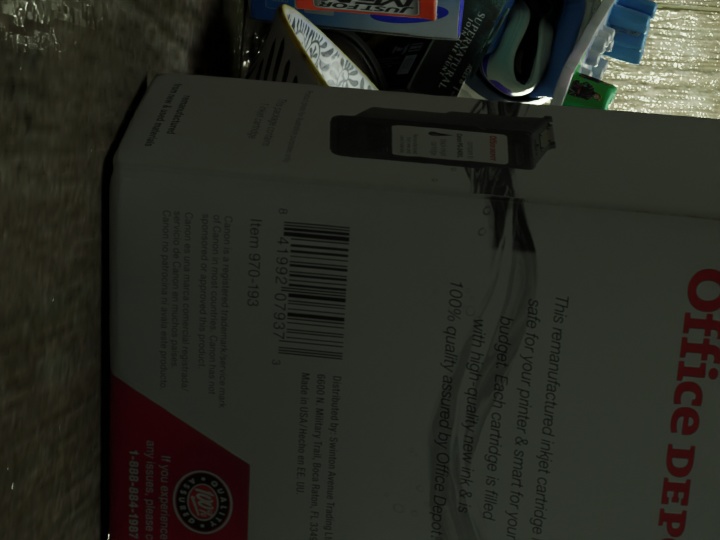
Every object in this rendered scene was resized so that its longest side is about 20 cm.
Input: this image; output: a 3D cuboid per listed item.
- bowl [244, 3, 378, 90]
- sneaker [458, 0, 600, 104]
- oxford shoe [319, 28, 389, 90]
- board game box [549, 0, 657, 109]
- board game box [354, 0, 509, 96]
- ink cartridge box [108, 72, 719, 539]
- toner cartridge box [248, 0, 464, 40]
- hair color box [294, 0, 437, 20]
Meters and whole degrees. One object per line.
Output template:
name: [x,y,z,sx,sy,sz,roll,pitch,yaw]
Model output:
bowl: [0.000,0.000,0.911,0.201,0.094,0.201,49,9,-10]
sneaker: [0.055,-0.098,1.186,0.201,0.080,0.147,-57,-170,15]
oxford shoe: [-0.021,-0.009,1.033,0.084,0.072,0.201,-48,142,-76]
board game box: [0.092,-0.024,1.099,0.200,0.026,0.201,-55,163,-67]
board game box: [0.033,-0.141,1.141,0.136,0.028,0.200,-62,-163,-5]
ink cartridge box: [0.025,0.026,0.723,0.083,0.199,0.146,-78,173,-64]
toner cartridge box: [0.007,-0.182,1.053,0.201,0.094,0.043,-80,175,-50]
hair color box: [0.003,-0.181,0.839,0.200,0.061,0.102,84,11,-69]
